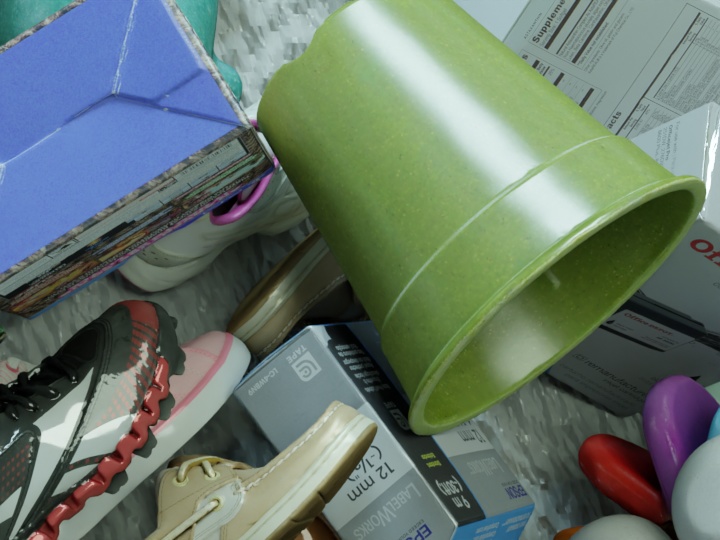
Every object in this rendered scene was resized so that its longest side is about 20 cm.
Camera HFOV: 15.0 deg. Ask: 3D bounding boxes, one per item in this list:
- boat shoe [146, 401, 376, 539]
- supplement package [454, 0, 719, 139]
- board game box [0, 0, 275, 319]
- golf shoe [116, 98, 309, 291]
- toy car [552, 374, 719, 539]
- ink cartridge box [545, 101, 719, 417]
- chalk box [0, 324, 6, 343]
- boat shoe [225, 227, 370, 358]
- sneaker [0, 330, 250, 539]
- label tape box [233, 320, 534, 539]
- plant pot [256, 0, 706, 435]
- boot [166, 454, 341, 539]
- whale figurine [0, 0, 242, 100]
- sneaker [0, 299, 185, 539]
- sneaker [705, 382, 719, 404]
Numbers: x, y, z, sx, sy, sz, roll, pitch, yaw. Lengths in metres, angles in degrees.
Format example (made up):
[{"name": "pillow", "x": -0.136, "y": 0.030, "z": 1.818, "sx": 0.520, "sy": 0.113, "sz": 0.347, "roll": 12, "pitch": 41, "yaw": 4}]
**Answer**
[{"name": "boat shoe", "x": -0.081, "y": 0.130, "z": 1.396, "sx": 0.200, "sy": 0.074, "sz": 0.069, "roll": -43, "pitch": 81, "yaw": 1}, {"name": "supplement package", "x": 0.161, "y": -0.136, "z": 1.667, "sx": 0.200, "sy": 0.151, "sz": 0.152, "roll": 24, "pitch": 26, "yaw": -20}, {"name": "board game box", "x": -0.139, "y": -0.060, "z": 1.385, "sx": 0.159, "sy": 0.200, "sz": 0.097, "roll": -32, "pitch": 86, "yaw": -1}, {"name": "golf shoe", "x": -0.059, "y": -0.058, "z": 1.564, "sx": 0.075, "sy": 0.092, "sz": 0.200, "roll": 51, "pitch": 50, "yaw": 1}, {"name": "toy car", "x": 0.196, "y": 0.134, "z": 1.566, "sx": 0.175, "sy": 0.200, "sz": 0.150, "roll": 16, "pitch": 42, "yaw": -53}, {"name": "ink cartridge box", "x": 0.179, "y": -0.002, "z": 1.599, "sx": 0.144, "sy": 0.200, "sz": 0.084, "roll": 30, "pitch": 54, "yaw": -30}, {"name": "chalk box", "x": -0.300, "y": 0.053, "z": 1.339, "sx": 0.200, "sy": 0.125, "sz": 0.124, "roll": -37, "pitch": 89, "yaw": -39}, {"name": "boat shoe", "x": 0.000, "y": 0.000, "z": 1.577, "sx": 0.069, "sy": 0.074, "sz": 0.200, "roll": 50, "pitch": 45, "yaw": -2}, {"name": "sneaker", "x": -0.149, "y": 0.069, "z": 1.454, "sx": 0.105, "sy": 0.075, "sz": 0.200, "roll": 52, "pitch": 56, "yaw": -6}, {"name": "label tape box", "x": 0.034, "y": 0.122, "z": 1.490, "sx": 0.200, "sy": 0.066, "sz": 0.143, "roll": 51, "pitch": 16, "yaw": 13}, {"name": "plant pot", "x": 0.046, "y": -0.048, "z": 1.454, "sx": 0.200, "sy": 0.200, "sz": 0.190, "roll": -29, "pitch": 71, "yaw": -38}, {"name": "boot", "x": -0.051, "y": 0.204, "z": 1.455, "sx": 0.200, "sy": 0.074, "sz": 0.155, "roll": 37, "pitch": 59, "yaw": -5}, {"name": "whale figurine", "x": -0.122, "y": -0.154, "z": 1.562, "sx": 0.159, "sy": 0.104, "sz": 0.200, "roll": 42, "pitch": 54, "yaw": -7}, {"name": "sneaker", "x": -0.167, "y": 0.085, "z": 1.351, "sx": 0.098, "sy": 0.071, "sz": 0.201, "roll": 46, "pitch": 73, "yaw": -31}, {"name": "sneaker", "x": 0.280, "y": 0.105, "z": 1.699, "sx": 0.200, "sy": 0.074, "sz": 0.118, "roll": 16, "pitch": 66, "yaw": -22}]
